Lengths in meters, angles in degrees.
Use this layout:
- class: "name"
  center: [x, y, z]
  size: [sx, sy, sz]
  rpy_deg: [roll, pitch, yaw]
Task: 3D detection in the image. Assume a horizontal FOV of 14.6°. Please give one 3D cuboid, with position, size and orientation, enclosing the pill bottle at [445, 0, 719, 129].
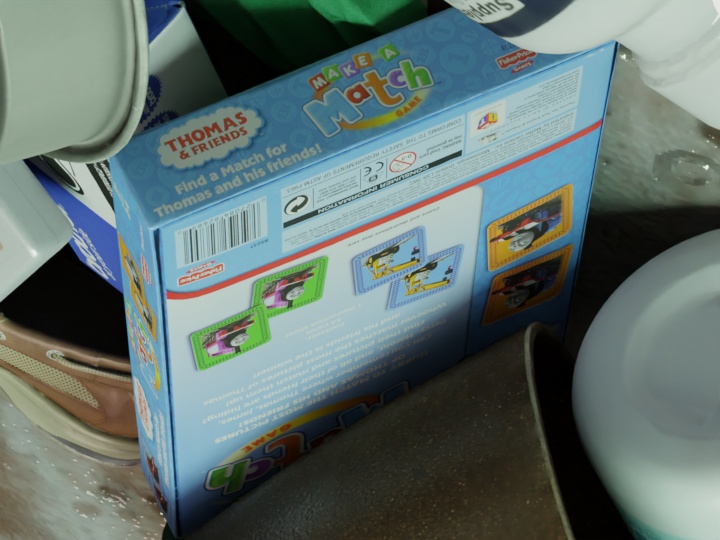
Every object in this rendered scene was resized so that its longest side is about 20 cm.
- class: "pill bottle"
  center: [0.035, -0.124, 0.673]
  size: [0.200, 0.116, 0.116]
  rpy_deg: [31, 149, -16]

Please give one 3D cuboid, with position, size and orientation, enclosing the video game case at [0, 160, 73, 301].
- class: "video game case"
  center: [-0.201, -0.053, 0.949]
  size: [0.200, 0.023, 0.182]
  rpy_deg: [53, 141, -1]

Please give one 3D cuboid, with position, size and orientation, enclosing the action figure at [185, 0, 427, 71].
- class: "action figure"
  center: [-0.039, -0.112, 0.805]
  size: [0.118, 0.055, 0.200]
  rpy_deg: [-7, 140, 39]

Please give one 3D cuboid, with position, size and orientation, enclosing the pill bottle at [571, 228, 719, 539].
- class: "pill bottle"
  center: [0.151, 0.083, 0.932]
  size: [0.111, 0.111, 0.200]
  rpy_deg: [3, 145, 31]

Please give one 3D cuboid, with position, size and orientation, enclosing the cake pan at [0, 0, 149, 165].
- class: "cake pan"
  center: [-0.128, -0.110, 0.741]
  size: [0.200, 0.037, 0.201]
  rpy_deg: [42, 151, 30]

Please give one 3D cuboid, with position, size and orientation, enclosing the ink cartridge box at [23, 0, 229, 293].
- class: "ink cartridge box"
  center: [-0.075, -0.039, 0.899]
  size: [0.094, 0.044, 0.200]
  rpy_deg: [36, 166, 27]

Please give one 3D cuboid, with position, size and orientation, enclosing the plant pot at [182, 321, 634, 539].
- class: "plant pot"
  center: [-0.001, 0.140, 0.909]
  size: [0.200, 0.187, 0.187]
  rpy_deg: [-22, 136, 11]

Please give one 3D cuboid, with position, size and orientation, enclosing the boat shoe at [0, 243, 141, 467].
- class: "boat shoe"
  center: [-0.139, -0.006, 1.026]
  size: [0.200, 0.076, 0.072]
  rpy_deg: [28, 143, -6]

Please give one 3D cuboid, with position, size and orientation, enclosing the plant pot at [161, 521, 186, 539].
- class: "plant pot"
  center: [0.002, 0.137, 1.067]
  size: [0.200, 0.200, 0.135]
  rpy_deg: [-6, 112, 41]

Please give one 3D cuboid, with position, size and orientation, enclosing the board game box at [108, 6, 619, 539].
- class: "board game box"
  center: [0.000, 0.000, 0.879]
  size: [0.037, 0.151, 0.200]
  rpy_deg: [59, 163, 28]
